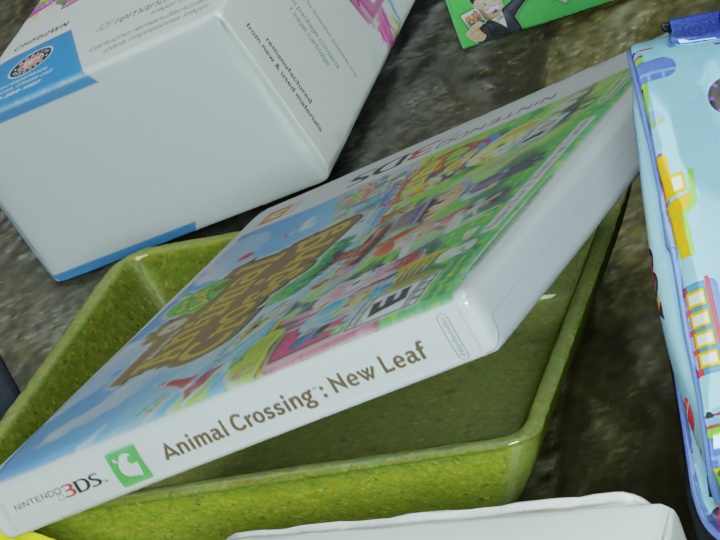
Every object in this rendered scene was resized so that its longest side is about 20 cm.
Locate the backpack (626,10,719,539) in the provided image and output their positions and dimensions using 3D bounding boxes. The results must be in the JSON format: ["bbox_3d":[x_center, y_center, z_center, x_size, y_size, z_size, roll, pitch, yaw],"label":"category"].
[{"bbox_3d":[0.183,0.005,0.739,0.200,0.135,0.183,-8,59,9],"label":"backpack"}]

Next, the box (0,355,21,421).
[{"bbox_3d":[-0.225,0.012,0.948,0.148,0.200,0.107,-32,21,-13],"label":"box"}]

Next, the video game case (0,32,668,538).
[{"bbox_3d":[0.000,0.000,0.823,0.182,0.022,0.200,-23,14,33],"label":"video game case"}]

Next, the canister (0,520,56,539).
[{"bbox_3d":[-0.165,0.163,0.781,0.148,0.087,0.200,15,47,26],"label":"canister"}]

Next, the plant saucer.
[{"bbox_3d":[-0.014,0.041,0.899,0.200,0.048,0.200,-9,23,19],"label":"plant saucer"}]

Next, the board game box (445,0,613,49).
[{"bbox_3d":[0.100,-0.175,1.206,0.134,0.029,0.200,-17,31,9],"label":"board game box"}]

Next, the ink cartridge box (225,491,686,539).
[{"bbox_3d":[0.006,0.157,0.692,0.144,0.084,0.200,-7,35,24],"label":"ink cartridge box"}]

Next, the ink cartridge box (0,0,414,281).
[{"bbox_3d":[-0.060,-0.103,1.122,0.144,0.085,0.200,-20,27,31],"label":"ink cartridge box"}]
